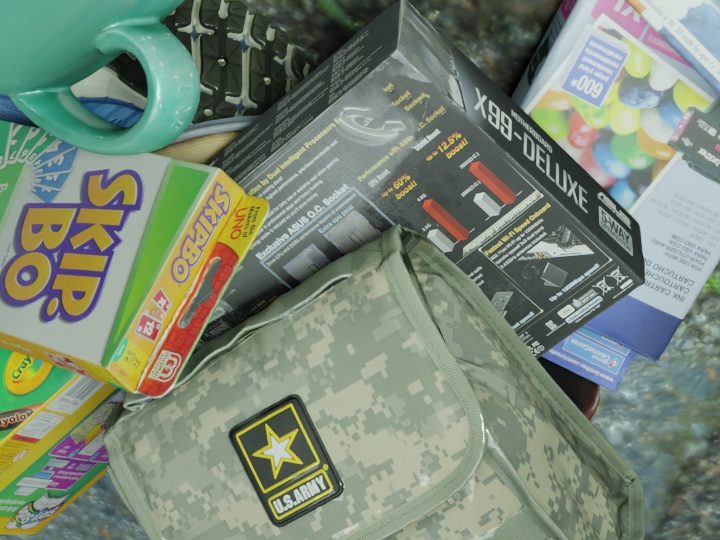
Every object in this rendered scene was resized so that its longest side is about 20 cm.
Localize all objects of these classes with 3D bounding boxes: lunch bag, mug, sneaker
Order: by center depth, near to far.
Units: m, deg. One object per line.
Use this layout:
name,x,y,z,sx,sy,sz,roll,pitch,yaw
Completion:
mug,-0.149,-0.139,0.801,0.114,0.186,0.151,-32,137,34
lunch bag,0.007,0.094,0.809,0.163,0.118,0.200,-32,116,22
sneaker,-0.112,-0.085,0.914,0.198,0.079,0.089,14,148,-3

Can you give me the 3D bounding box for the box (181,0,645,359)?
box,0.000,0.000,0.842,0.157,0.050,0.200,40,119,-23

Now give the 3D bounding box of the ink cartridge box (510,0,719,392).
ink cartridge box,0.117,-0.043,0.876,0.119,0.042,0.201,25,112,-9

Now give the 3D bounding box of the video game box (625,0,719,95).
video game box,0.190,-0.152,0.761,0.200,0.047,0.182,41,121,-16

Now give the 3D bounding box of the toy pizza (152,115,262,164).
toy pizza,-0.045,-0.009,0.923,0.198,0.032,0.201,-3,150,-2

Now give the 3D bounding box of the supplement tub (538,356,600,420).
supplement tub,0.031,0.099,0.994,0.106,0.107,0.200,29,127,-11

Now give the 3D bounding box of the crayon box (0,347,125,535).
crayon box,-0.163,0.070,0.936,0.119,0.200,0.058,-41,79,1

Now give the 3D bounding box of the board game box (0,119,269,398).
board game box,-0.132,-0.011,0.818,0.199,0.096,0.030,15,160,39
